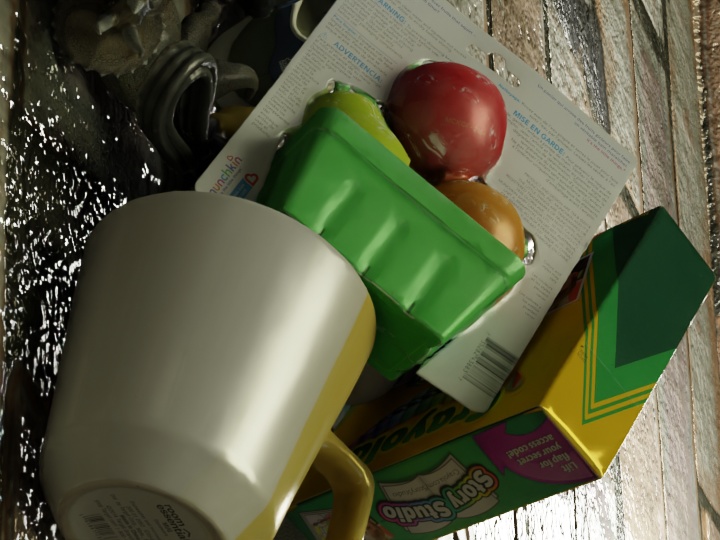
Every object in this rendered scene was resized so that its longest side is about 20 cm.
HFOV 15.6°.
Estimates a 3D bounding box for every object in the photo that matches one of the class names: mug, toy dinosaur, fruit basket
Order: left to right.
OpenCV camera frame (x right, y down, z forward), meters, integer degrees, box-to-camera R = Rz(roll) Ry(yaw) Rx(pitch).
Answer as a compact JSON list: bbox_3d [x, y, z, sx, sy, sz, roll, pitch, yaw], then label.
[{"bbox_3d":[-0.112,-0.124,1.381,0.200,0.077,0.102,65,41,-65],"label":"toy dinosaur"},{"bbox_3d":[-0.066,0.074,1.254,0.149,0.186,0.153,123,-11,-48],"label":"mug"},{"bbox_3d":[0.031,-0.047,1.357,0.185,0.094,0.200,39,49,-7],"label":"fruit basket"}]

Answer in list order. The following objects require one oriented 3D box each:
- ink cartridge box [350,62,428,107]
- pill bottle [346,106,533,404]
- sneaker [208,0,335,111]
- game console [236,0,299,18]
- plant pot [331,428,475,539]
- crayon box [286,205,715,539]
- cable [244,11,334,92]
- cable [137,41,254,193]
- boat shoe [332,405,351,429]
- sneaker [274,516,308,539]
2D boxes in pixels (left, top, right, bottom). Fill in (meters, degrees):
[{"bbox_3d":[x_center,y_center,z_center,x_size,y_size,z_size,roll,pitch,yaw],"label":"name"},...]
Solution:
[{"bbox_3d":[-0.007,-0.046,1.561,0.200,0.057,0.163,-69,-179,-58],"label":"ink cartridge box"},{"bbox_3d":[0.000,0.000,1.429,0.200,0.116,0.116,-44,135,-26],"label":"pill bottle"},{"bbox_3d":[-0.012,-0.165,1.583,0.067,0.090,0.200,57,46,-24],"label":"sneaker"},{"bbox_3d":[-0.074,-0.236,1.309,0.200,0.171,0.118,53,-25,27],"label":"game console"},{"bbox_3d":[0.016,0.175,1.630,0.201,0.093,0.201,-7,90,-74],"label":"plant pot"},{"bbox_3d":[0.073,0.065,1.403,0.058,0.200,0.173,51,44,-13],"label":"crayon box"},{"bbox_3d":[-0.048,-0.190,1.645,0.097,0.050,0.200,-38,121,-63],"label":"cable"},{"bbox_3d":[-0.095,-0.062,1.354,0.050,0.097,0.200,42,-1,21],"label":"cable"},{"bbox_3d":[-0.011,0.058,1.585,0.071,0.091,0.200,-68,163,3],"label":"boat shoe"},{"bbox_3d":[-0.041,0.130,1.473,0.071,0.073,0.200,33,50,-63],"label":"sneaker"}]
